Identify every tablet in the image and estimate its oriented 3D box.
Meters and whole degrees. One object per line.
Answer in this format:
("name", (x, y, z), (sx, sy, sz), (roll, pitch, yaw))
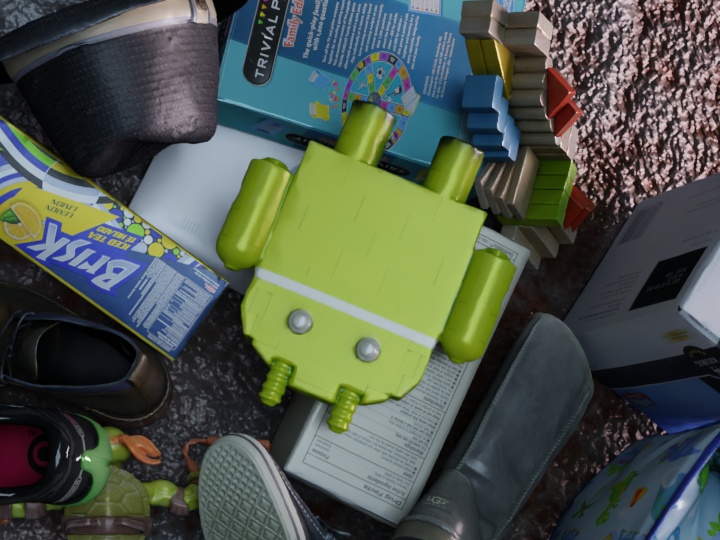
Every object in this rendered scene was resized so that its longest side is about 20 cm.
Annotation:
("tablet", (-0.048, -0.039, 1.199), (0.199, 0.014, 0.131), (28, 76, -11))

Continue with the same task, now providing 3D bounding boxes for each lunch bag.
("lunch bag", (0.192, 0.198, 1.154), (0.127, 0.170, 0.201), (22, 75, -12))

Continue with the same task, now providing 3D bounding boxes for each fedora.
("fedora", (-0.144, -0.111, 1.085), (0.200, 0.200, 0.092), (-18, 91, -18))

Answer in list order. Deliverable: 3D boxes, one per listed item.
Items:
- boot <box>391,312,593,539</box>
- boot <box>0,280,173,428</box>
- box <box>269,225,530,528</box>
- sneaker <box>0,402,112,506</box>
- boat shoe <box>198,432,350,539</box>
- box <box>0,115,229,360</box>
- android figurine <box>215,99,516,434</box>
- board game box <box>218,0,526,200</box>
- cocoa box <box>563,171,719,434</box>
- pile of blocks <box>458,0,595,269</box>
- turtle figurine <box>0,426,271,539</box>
("boot", (0.093, 0.154, 1.179), (0.072, 0.182, 0.200), (13, 46, 20))
("boot", (-0.211, 0.038, 1.082), (0.199, 0.097, 0.075), (16, 75, 1))
("box", (0.023, 0.058, 1.160), (0.095, 0.078, 0.201), (28, 82, -12))
("sneaker", (-0.251, 0.104, 1.063), (0.199, 0.084, 0.077), (-3, 77, 11))
("boat shoe", (-0.044, 0.181, 1.119), (0.062, 0.074, 0.201), (-50, 124, -46))
("box", (-0.183, -0.026, 1.123), (0.200, 0.070, 0.064), (37, 86, -9))
("android figurine", (0.000, 0.000, 1.100), (0.181, 0.041, 0.201), (24, 81, 1))
("board game box", (0.004, -0.150, 1.205), (0.199, 0.047, 0.152), (17, 74, -14))
("cocoa box", (0.246, 0.026, 1.177), (0.131, 0.200, 0.134), (37, 74, -9))
("pile of blocks", (0.116, -0.087, 1.174), (0.082, 0.062, 0.201), (-55, 136, -42))
("turtle figurine", (-0.150, 0.167, 1.113), (0.199, 0.064, 0.162), (1, 82, -16))
